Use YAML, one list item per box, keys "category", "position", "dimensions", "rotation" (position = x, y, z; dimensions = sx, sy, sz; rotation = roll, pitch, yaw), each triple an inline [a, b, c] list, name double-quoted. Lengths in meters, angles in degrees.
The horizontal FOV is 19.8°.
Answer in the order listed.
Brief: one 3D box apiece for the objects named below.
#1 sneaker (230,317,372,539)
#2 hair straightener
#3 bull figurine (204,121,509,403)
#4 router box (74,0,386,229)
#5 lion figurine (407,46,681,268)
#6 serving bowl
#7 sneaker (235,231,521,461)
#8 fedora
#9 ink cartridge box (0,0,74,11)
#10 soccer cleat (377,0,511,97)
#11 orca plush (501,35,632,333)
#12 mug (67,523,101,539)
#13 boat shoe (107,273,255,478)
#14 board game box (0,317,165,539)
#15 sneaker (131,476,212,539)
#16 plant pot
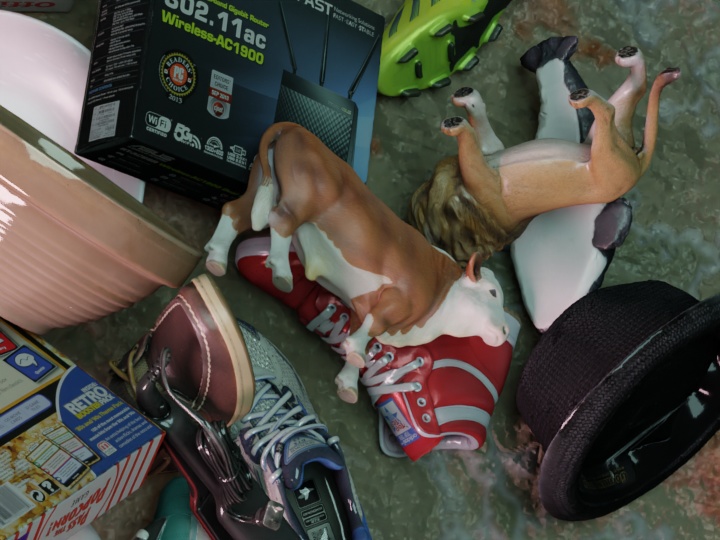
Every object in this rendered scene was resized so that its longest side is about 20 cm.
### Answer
- category: "sneaker"
  position: [-0.044, 0.111, 1.300]
  dimensions: [0.077, 0.085, 0.201]
  rotation: [-29, 85, -20]
- category: "hair straightener"
  position: [-0.071, 0.119, 1.199]
  dimensions: [0.041, 0.076, 0.201]
  rotation: [-51, 137, -30]
- category: "bull figurine"
  position: [0.000, 0.000, 1.268]
  dimensions: [0.200, 0.065, 0.122]
  rotation: [42, 55, -11]
- category: "router box"
  position: [-0.078, -0.119, 1.313]
  dimensions: [0.199, 0.062, 0.151]
  rotation: [20, 69, -41]
- category: "lion figurine"
  position: [0.121, -0.065, 1.344]
  dimensions: [0.198, 0.123, 0.073]
  rotation: [-9, 33, 15]
- category: "serving bowl"
  position: [-0.237, -0.059, 1.294]
  dimensions: [0.198, 0.066, 0.202]
  rotation: [4, 76, -15]
- category: "sneaker"
  position: [0.004, 0.053, 1.335]
  dimensions: [0.198, 0.071, 0.113]
  rotation: [19, 69, -13]
- category: "fedora"
  position: [0.173, 0.067, 1.355]
  dimensions: [0.200, 0.201, 0.092]
  rotation: [-34, 57, -21]
- category: "ink cartridge box"
  position: [-0.236, -0.258, 1.271]
  dimensions: [0.146, 0.200, 0.146]
  rotation: [0, 79, -16]
- category: "soccer cleat"
  position: [0.065, -0.198, 1.430]
  dimensions: [0.083, 0.065, 0.200]
  rotation: [36, 71, 26]
- category: "orca plush"
  position: [0.141, -0.054, 1.420]
  dimensions: [0.105, 0.071, 0.202]
  rotation: [-20, 72, 25]
- category: "mug"
  position: [-0.228, 0.144, 1.196]
  dimensions: [0.174, 0.148, 0.201]
  rotation: [28, 63, 1]
- category: "boat shoe"
  position: [-0.114, 0.073, 1.227]
  dimensions: [0.072, 0.200, 0.073]
  rotation: [-22, 71, -23]
- category: "board game box"
  position: [-0.229, 0.074, 1.134]
  dimensions: [0.199, 0.047, 0.151]
  rotation: [36, 32, 15]
- category: "sneaker"
  position: [-0.143, 0.215, 1.253]
  dimensions: [0.079, 0.071, 0.202]
  rotation: [16, 69, -9]
- category: "plant pot"
  position: [-0.196, -0.030, 1.174]
  dimensions: [0.200, 0.201, 0.093]
  rotation: [35, 91, -6]
